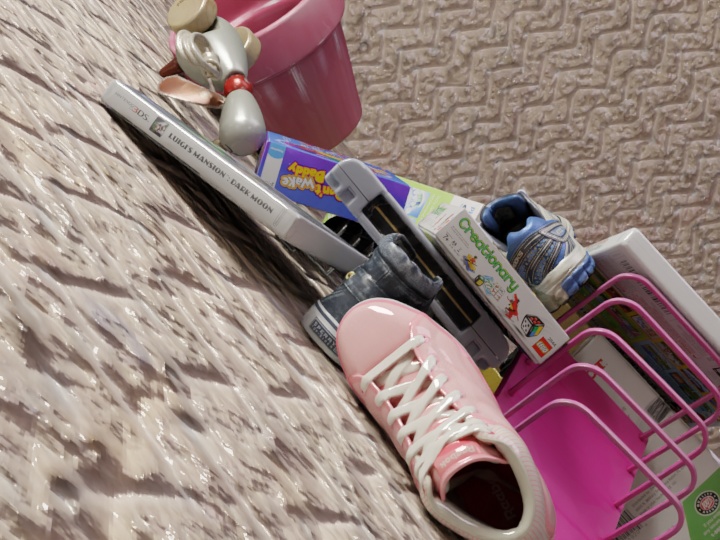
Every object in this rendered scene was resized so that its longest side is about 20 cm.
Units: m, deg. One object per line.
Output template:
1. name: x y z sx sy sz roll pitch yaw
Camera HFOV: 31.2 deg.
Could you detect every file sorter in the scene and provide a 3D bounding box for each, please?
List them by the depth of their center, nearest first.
1. file sorter: 0.188 0.115 0.986 0.139 0.125 0.200 45 38 -4

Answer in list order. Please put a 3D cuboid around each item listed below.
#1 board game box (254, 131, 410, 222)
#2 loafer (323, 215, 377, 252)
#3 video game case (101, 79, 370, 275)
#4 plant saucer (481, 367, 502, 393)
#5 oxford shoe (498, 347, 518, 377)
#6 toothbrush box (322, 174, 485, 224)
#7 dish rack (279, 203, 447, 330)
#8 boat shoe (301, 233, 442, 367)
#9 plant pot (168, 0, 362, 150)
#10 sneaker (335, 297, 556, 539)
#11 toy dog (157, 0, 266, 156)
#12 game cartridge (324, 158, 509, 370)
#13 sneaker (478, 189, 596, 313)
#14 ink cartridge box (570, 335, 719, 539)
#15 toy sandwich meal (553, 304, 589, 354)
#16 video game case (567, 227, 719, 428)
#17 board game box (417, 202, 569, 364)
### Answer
1. board game box: -0.032 -0.087 1.218 0.133 0.045 0.200 18 7 -6
2. loafer: 0.048 0.009 1.271 0.199 0.068 0.071 27 43 -11
3. video game case: -0.082 -0.061 0.966 0.181 0.023 0.200 36 2 20
4. plant saucer: 0.128 0.106 1.392 0.200 0.048 0.200 52 8 37
5. oxford shoe: 0.191 0.107 1.263 0.085 0.073 0.200 51 7 22
6. toothbrush box: 0.079 -0.031 1.449 0.199 0.087 0.145 20 -13 40
7. dish rack: 0.000 0.000 1.161 0.200 0.055 0.153 46 5 -5
8. boat shoe: 0.023 0.028 0.965 0.071 0.091 0.200 47 6 9
9. plant pot: -0.090 -0.227 1.454 0.180 0.199 0.200 61 -3 -33
10. sneaker: 0.050 0.092 0.802 0.201 0.075 0.105 53 2 16
11. toy dog: -0.149 -0.176 1.221 0.132 0.096 0.201 47 20 -23
12. game cartridge: 0.045 -0.010 1.053 0.201 0.040 0.133 51 -2 -5
13. sneaker: 0.140 -0.035 1.111 0.085 0.077 0.200 46 2 -15
14. ink cartridge box: 0.228 0.178 1.148 0.200 0.146 0.084 48 2 12
15. toy sandwich meal: 0.241 0.085 1.372 0.205 0.070 0.207 42 -35 40
16. video game case: 0.260 0.056 1.110 0.200 0.023 0.182 46 -15 -3
17. board game box: 0.102 0.005 1.049 0.127 0.035 0.200 51 2 -4
